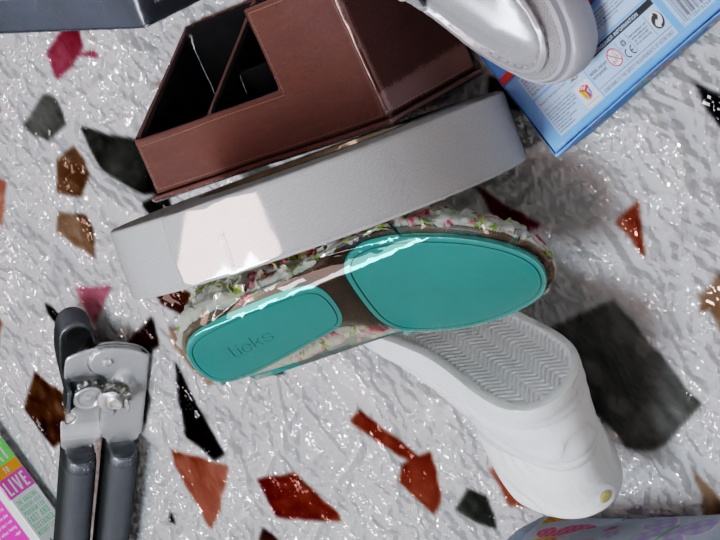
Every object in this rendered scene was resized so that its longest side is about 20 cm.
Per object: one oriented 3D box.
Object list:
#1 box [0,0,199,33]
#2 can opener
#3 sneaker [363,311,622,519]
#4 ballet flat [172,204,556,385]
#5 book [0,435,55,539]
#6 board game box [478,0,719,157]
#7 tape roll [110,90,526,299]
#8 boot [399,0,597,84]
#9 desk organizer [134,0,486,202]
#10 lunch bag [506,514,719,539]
[{"bbox_3d":[-0.154,-0.224,1.204,0.200,0.124,0.197,3,116,45],"label":"box"},{"bbox_3d":[-0.165,0.111,1.577,0.067,0.053,0.200,-113,24,-48],"label":"can opener"},{"bbox_3d":[0.055,0.054,1.278,0.200,0.074,0.116,42,165,46],"label":"sneaker"},{"bbox_3d":[0.000,0.000,1.221,0.200,0.064,0.076,-14,126,20],"label":"ballet flat"},{"bbox_3d":[-0.230,0.210,1.709,0.200,0.048,0.134,54,139,0],"label":"book"},{"bbox_3d":[0.075,-0.169,1.130,0.200,0.037,0.151,52,142,3],"label":"board game box"},{"bbox_3d":[-0.021,-0.036,1.190,0.203,0.203,0.037,-14,96,50],"label":"tape roll"},{"bbox_3d":[0.006,-0.140,1.117,0.200,0.096,0.074,42,140,17],"label":"boot"},{"bbox_3d":[-0.039,-0.100,1.271,0.200,0.072,0.077,-15,103,50],"label":"desk organizer"},{"bbox_3d":[0.107,0.213,1.237,0.169,0.200,0.127,-10,109,48],"label":"lunch bag"}]
